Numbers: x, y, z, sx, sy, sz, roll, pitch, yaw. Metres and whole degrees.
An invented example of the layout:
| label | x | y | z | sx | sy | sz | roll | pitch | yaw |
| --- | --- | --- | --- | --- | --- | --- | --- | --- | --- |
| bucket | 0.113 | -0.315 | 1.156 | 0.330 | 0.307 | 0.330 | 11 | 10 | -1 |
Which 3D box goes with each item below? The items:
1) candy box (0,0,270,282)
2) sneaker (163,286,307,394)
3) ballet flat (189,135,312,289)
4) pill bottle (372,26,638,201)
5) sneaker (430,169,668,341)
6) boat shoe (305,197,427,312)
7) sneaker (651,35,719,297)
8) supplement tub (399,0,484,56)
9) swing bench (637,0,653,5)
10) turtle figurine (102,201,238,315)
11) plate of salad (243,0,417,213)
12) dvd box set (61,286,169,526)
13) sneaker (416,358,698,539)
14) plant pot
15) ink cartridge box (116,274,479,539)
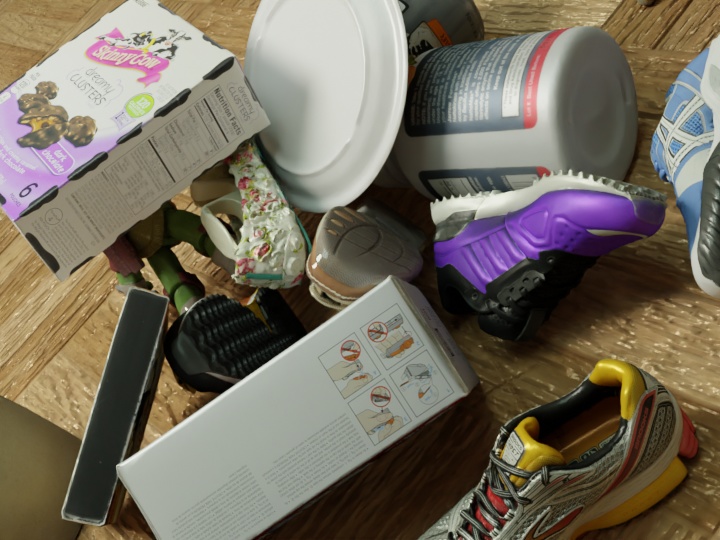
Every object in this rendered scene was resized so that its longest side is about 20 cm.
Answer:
| label | x | y | z | sx | sy | sz | roll | pitch | yaw |
| --- | --- | --- | --- | --- | --- | --- | --- | --- | --- |
| candy box | -0.197 | -0.112 | 0.826 | 0.200 | 0.072 | 0.168 | -39 | 46 | -12 |
| sneaker | -0.104 | 0.065 | 0.770 | 0.090 | 0.070 | 0.200 | -37 | -3 | 14 |
| ballet flat | -0.096 | -0.057 | 0.819 | 0.063 | 0.076 | 0.200 | -11 | 38 | -19 |
| pill bottle | 0.092 | -0.111 | 0.797 | 0.199 | 0.120 | 0.120 | 3 | 53 | 42 |
| sneaker | 0.117 | -0.003 | 0.692 | 0.200 | 0.069 | 0.101 | -7 | 75 | 58 |
| boat shoe | 0.000 | 0.000 | 0.756 | 0.072 | 0.076 | 0.200 | -55 | -7 | 14 |
| sneaker | 0.228 | -0.063 | 0.672 | 0.077 | 0.075 | 0.201 | -37 | 29 | 50 |
| supplement tub | 0.006 | -0.173 | 0.937 | 0.200 | 0.123 | 0.122 | -49 | 37 | -12 |
| swing bench | 0.268 | -0.282 | 0.757 | 0.130 | 0.200 | 0.199 | -39 | 36 | -1 |
| turtle figurine | -0.148 | -0.027 | 0.931 | 0.144 | 0.200 | 0.194 | -41 | 60 | -14 |
| plate of salad | -0.025 | -0.145 | 0.811 | 0.199 | 0.048 | 0.202 | 5 | 96 | 50 |
| dvd box set | -0.165 | 0.102 | 0.740 | 0.200 | 0.029 | 0.148 | 129 | 156 | -73 |
| sneaker | 0.087 | 0.121 | 0.588 | 0.200 | 0.082 | 0.078 | -41 | 36 | -1 |
| plant pot | -0.344 | 0.152 | 0.830 | 0.186 | 0.200 | 0.188 | -23 | 39 | 20 |
| ink cartridge box | -0.027 | 0.096 | 0.686 | 0.199 | 0.084 | 0.176 | -35 | -8 | 6 |
